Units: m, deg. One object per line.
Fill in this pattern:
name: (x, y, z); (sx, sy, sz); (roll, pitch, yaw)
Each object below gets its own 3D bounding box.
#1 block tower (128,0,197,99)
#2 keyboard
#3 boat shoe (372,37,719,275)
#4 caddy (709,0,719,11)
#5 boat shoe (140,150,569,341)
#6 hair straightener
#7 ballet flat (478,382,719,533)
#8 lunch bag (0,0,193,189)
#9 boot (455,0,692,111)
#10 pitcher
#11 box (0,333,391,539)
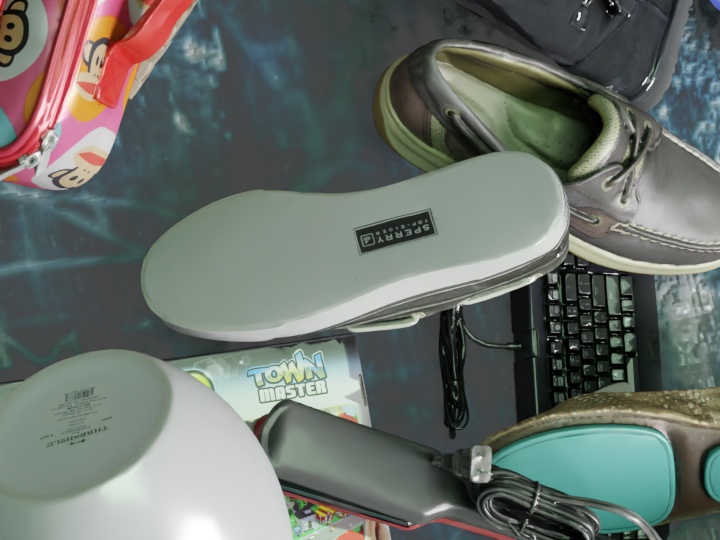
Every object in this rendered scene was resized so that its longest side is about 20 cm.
block tower: (-0.068, -0.178, 0.890); (0.058, 0.054, 0.200); (35, 108, -8)
keyboard: (0.090, 0.036, 0.964); (0.126, 0.021, 0.202); (1, 78, -17)
boat shoe: (0.104, -0.054, 0.943); (0.199, 0.066, 0.072); (22, 72, -12)
caddy: (0.182, -0.217, 0.914); (0.141, 0.104, 0.202); (36, 52, -53)
boat shoe: (0.000, 0.000, 0.915); (0.198, 0.064, 0.071); (-10, 64, 5)
hair straightener: (0.048, 0.103, 0.859); (0.199, 0.077, 0.041); (23, 72, -5)
ballet flat: (0.148, 0.082, 0.930); (0.198, 0.065, 0.071); (-1, 118, -3)
lunch bag: (-0.145, -0.137, 0.841); (0.175, 0.082, 0.202); (15, 88, 26)
boot: (0.093, -0.182, 0.930); (0.199, 0.065, 0.166); (25, 68, -49)
pitcher: (-0.102, 0.139, 0.796); (0.170, 0.122, 0.201); (-18, 128, 3)
box: (-0.090, 0.096, 0.888); (0.198, 0.035, 0.111); (-7, 81, -18)
